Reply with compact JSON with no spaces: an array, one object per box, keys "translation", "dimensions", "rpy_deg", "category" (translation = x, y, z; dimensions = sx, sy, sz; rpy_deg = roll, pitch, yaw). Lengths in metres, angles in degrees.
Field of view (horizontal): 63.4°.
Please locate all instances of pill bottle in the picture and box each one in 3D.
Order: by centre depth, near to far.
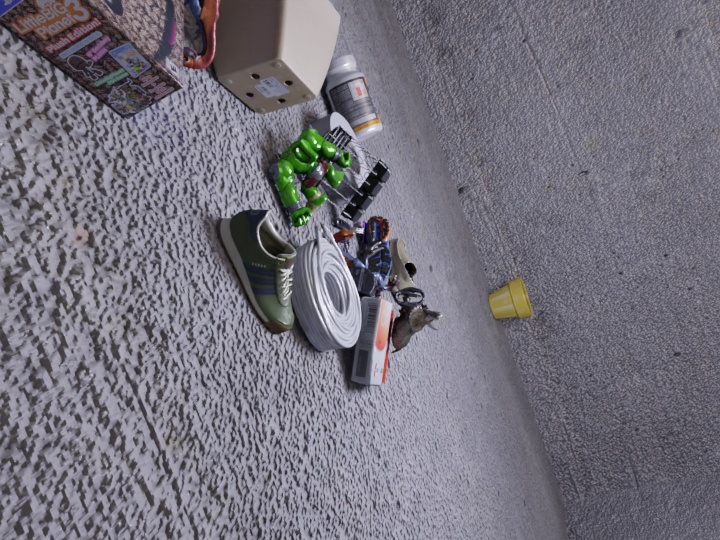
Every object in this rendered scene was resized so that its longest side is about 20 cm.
[{"translation":[-0.025,-0.443,1.518],"dimensions":[0.206,0.113,0.116],"rpy_deg":[70,20,-6],"category":"pill bottle"}]

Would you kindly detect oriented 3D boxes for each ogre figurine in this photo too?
[{"translation":[-0.098,-0.192,1.114],"dimensions":[0.121,0.200,0.097],"rpy_deg":[49,-15,-23],"category":"ogre figurine"}]

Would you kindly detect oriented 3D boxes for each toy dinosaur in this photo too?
[{"translation":[-0.237,-0.404,0.856],"dimensions":[0.103,0.196,0.188],"rpy_deg":[-18,98,-43],"category":"toy dinosaur"},{"translation":[0.000,0.000,1.253],"dimensions":[0.179,0.103,0.206],"rpy_deg":[28,54,-37],"category":"toy dinosaur"},{"translation":[0.098,0.123,1.276],"dimensions":[0.076,0.201,0.103],"rpy_deg":[36,37,-7],"category":"toy dinosaur"}]

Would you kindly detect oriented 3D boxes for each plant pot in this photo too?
[{"translation":[-0.162,-0.402,1.038],"dimensions":[0.199,0.194,0.183],"rpy_deg":[29,58,-61],"category":"plant pot"},{"translation":[0.765,0.162,2.995],"dimensions":[0.202,0.184,0.205],"rpy_deg":[52,26,-40],"category":"plant pot"}]

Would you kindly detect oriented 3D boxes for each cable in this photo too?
[{"translation":[-0.065,0.044,1.059],"dimensions":[0.203,0.067,0.203],"rpy_deg":[-82,149,-50],"category":"cable"}]

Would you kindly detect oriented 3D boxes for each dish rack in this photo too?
[{"translation":[-0.034,-0.208,1.248],"dimensions":[0.198,0.155,0.055],"rpy_deg":[33,6,-38],"category":"dish rack"}]

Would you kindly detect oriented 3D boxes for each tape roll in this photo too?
[{"translation":[-0.049,-0.263,1.371],"dimensions":[0.202,0.064,0.204],"rpy_deg":[54,26,-41],"category":"tape roll"}]

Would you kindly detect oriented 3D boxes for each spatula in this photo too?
[{"translation":[-0.016,-0.098,1.375],"dimensions":[0.199,0.020,0.059],"rpy_deg":[12,78,-64],"category":"spatula"}]

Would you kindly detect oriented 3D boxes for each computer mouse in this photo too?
[{"translation":[0.041,0.039,1.221],"dimensions":[0.034,0.194,0.060],"rpy_deg":[113,-7,-65],"category":"computer mouse"}]

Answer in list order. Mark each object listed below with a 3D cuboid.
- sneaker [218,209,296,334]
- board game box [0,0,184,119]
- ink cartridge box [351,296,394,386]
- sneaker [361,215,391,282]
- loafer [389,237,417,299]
[{"translation":[-0.132,-0.001,0.884],"dimensions":[0.204,0.088,0.068],"rpy_deg":[65,20,-20],"category":"sneaker"},{"translation":[-0.308,-0.314,0.679],"dimensions":[0.200,0.094,0.164],"rpy_deg":[39,37,-57],"category":"board game box"},{"translation":[0.045,0.153,1.200],"dimensions":[0.199,0.049,0.168],"rpy_deg":[26,70,-64],"category":"ink cartridge box"},{"translation":[0.043,-0.032,1.406],"dimensions":[0.079,0.073,0.205],"rpy_deg":[86,11,-55],"category":"sneaker"},{"translation":[0.120,-0.011,1.595],"dimensions":[0.076,0.067,0.204],"rpy_deg":[50,29,-44],"category":"loafer"}]
